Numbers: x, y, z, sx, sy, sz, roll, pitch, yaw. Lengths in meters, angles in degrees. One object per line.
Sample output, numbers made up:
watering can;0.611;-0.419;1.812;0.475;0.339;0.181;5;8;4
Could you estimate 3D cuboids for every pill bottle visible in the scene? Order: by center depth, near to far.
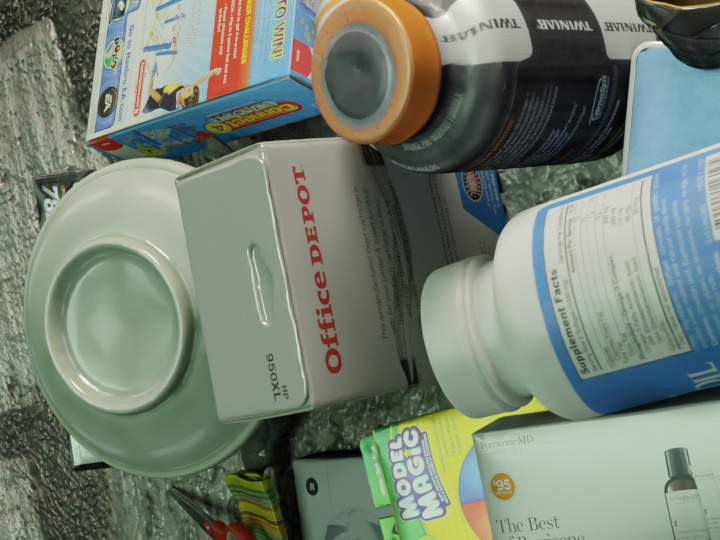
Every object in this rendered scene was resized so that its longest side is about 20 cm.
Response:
pill bottle;0.135;0.011;0.705;0.198;0.112;0.114;-18;83;29
pill bottle;0.066;-0.106;0.754;0.105;0.199;0.108;8;101;43

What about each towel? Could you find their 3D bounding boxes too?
towel;-0.054;0.241;1.004;0.086;0.018;0.202;165;89;-72

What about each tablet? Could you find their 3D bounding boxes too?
tablet;0.196;-0.017;0.740;0.129;0.014;0.203;7;95;27

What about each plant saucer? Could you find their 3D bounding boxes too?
plant saucer;-0.140;0.032;0.873;0.198;0.050;0.203;3;96;26

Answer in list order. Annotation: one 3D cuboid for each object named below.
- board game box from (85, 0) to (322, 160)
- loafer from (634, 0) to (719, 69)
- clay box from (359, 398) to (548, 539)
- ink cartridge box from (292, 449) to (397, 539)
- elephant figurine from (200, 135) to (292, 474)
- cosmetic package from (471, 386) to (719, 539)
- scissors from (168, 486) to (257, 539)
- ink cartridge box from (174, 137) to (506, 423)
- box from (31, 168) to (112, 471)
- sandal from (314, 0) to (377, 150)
board game box;-0.092;-0.188;0.944;0.194;0.056;0.203;-10;68;40
loafer;0.223;-0.161;0.668;0.199;0.072;0.073;-32;69;28
clay box;0.091;0.130;0.826;0.198;0.047;0.116;-18;82;23
ink cartridge box;0.044;0.217;0.932;0.198;0.040;0.203;-11;88;45
elephant figurine;-0.083;0.034;0.983;0.200;0.140;0.157;139;142;-56
cosmetic package;0.161;0.107;0.730;0.198;0.050;0.084;-12;88;28
scissors;-0.107;0.191;1.058;0.200;0.014;0.074;43;144;51
ink cartridge box;0.000;0.000;0.834;0.084;0.199;0.147;-15;85;43
box;-0.176;0.029;1.027;0.049;0.200;0.201;-5;91;4
sandal;0.009;-0.146;0.844;0.059;0.079;0.208;-19;45;32
